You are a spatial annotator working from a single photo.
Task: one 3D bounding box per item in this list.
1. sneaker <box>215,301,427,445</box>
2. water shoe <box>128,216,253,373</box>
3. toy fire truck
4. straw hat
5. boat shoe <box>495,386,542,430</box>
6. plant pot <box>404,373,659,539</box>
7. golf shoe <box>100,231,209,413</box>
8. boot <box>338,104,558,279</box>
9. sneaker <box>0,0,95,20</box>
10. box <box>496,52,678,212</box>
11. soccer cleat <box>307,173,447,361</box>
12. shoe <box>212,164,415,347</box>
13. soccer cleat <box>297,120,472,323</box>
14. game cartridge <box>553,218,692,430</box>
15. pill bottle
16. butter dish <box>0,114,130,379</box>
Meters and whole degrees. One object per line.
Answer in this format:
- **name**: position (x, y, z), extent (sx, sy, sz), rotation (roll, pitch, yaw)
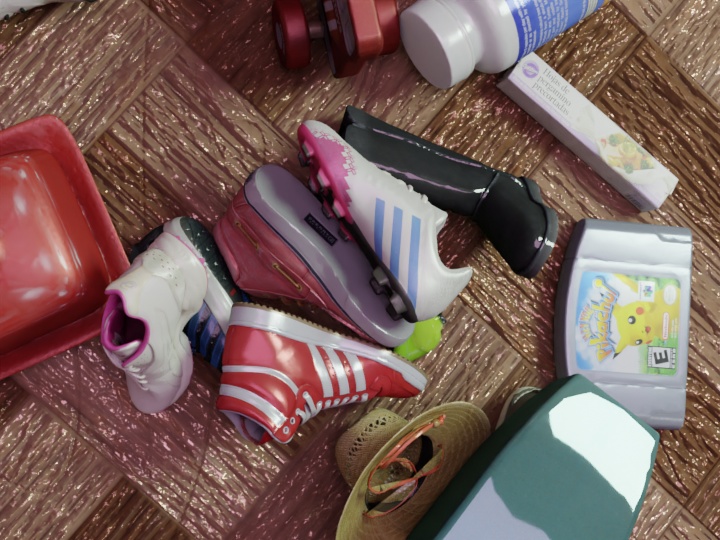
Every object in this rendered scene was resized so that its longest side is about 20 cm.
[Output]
- **sneaker**: position (-0.036, 0.110, 1.019), extent (0.199, 0.071, 0.114), rotation (20, 73, -26)
- **water shoe**: position (-0.137, 0.050, 1.064), extent (0.078, 0.071, 0.201), rotation (-26, 93, 16)
- **toy fire truck**: position (-0.022, -0.275, 1.044), extent (0.111, 0.168, 0.202), rotation (-10, 89, -11)
- **straw hat**: position (0.023, 0.173, 1.057), extent (0.201, 0.201, 0.085), rotation (-46, 56, -10)
- **boat shoe**: position (0.148, 0.210, 1.101), extent (0.071, 0.060, 0.204), rotation (16, 84, -10)
- **plant pot**: position (0.157, 0.197, 1.006), extent (0.141, 0.141, 0.201), rotation (36, 79, 1)
- **golf shoe**: position (-0.187, 0.058, 0.986), extent (0.075, 0.201, 0.091), rotation (34, 45, 20)
- **boot**: position (0.071, -0.074, 1.057), extent (0.198, 0.165, 0.066), rotation (23, 109, -12)
- **sneaker**: position (-0.331, -0.247, 1.041), extent (0.198, 0.074, 0.081), rotation (2, 101, -6)
- **box**: position (0.223, -0.135, 1.148), extent (0.200, 0.041, 0.039), rotation (39, 80, -5)
- **soccer cleat**: position (0.000, 0.000, 1.086), extent (0.081, 0.068, 0.201), rotation (-34, 94, 2)
- **shoe**: position (-0.044, 0.004, 1.044), extent (0.200, 0.091, 0.071), rotation (46, 40, 0)
- **soccer cleat**: position (0.021, -0.052, 1.003), extent (0.086, 0.070, 0.201), rotation (-30, 84, -11)
- **game cartridge**: position (0.256, 0.052, 1.146), extent (0.132, 0.040, 0.202), rotation (4, 86, -7)
- **pill bottle**: position (0.138, -0.256, 1.097), extent (0.199, 0.112, 0.113), rotation (-34, 93, -15)
- **butter dish**: position (-0.311, -0.015, 0.977), extent (0.198, 0.148, 0.201), rotation (-24, 92, -5)
